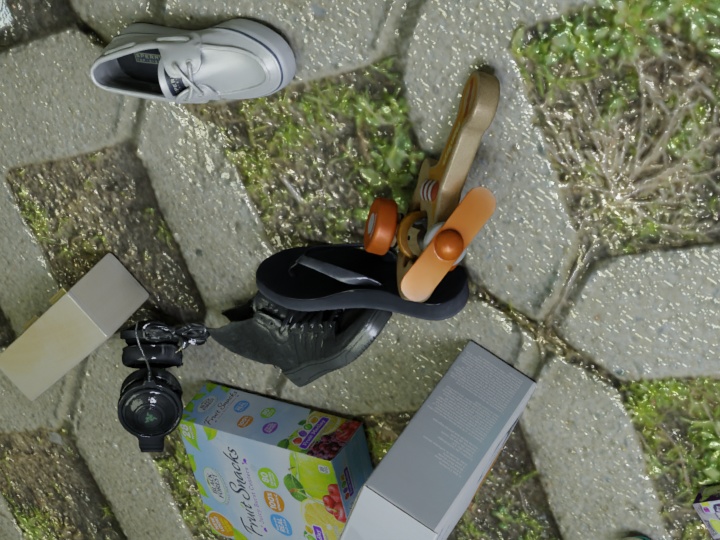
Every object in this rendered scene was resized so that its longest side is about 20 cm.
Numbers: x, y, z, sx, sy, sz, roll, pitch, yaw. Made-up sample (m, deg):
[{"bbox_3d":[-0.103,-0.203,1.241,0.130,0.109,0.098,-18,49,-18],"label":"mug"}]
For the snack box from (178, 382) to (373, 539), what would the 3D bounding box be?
[{"bbox_3d":[-0.080,0.217,1.638,0.198,0.068,0.170,12,131,32],"label":"snack box"}]

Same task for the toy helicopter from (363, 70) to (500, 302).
[{"bbox_3d":[0.067,-0.062,1.255,0.078,0.133,0.202,13,120,-12],"label":"toy helicopter"}]

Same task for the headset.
[{"bbox_3d":[-0.197,0.104,1.593,0.093,0.125,0.201,0,150,-5],"label":"headset"}]

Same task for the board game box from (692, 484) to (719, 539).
[{"bbox_3d":[0.382,0.261,1.352,0.119,0.032,0.201,-21,110,41],"label":"board game box"}]

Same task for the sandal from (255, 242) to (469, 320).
[{"bbox_3d":[0.001,0.000,1.392,0.198,0.076,0.043,4,130,22],"label":"sandal"}]

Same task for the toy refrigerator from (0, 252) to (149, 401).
[{"bbox_3d":[-0.310,0.060,1.675,0.070,0.076,0.200,48,139,-7],"label":"toy refrigerator"}]

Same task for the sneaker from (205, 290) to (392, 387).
[{"bbox_3d":[-0.060,0.049,1.484,0.104,0.060,0.199,45,143,-9],"label":"sneaker"}]

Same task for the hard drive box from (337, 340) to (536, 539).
[{"bbox_3d":[0.061,0.186,1.403,0.076,0.200,0.157,32,139,10],"label":"hard drive box"}]

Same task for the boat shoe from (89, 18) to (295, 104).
[{"bbox_3d":[-0.147,-0.170,1.361,0.198,0.065,0.074,3,126,36],"label":"boat shoe"}]

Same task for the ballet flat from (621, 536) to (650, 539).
[{"bbox_3d":[0.290,0.333,1.455,0.200,0.062,0.067,49,139,-8],"label":"ballet flat"}]
